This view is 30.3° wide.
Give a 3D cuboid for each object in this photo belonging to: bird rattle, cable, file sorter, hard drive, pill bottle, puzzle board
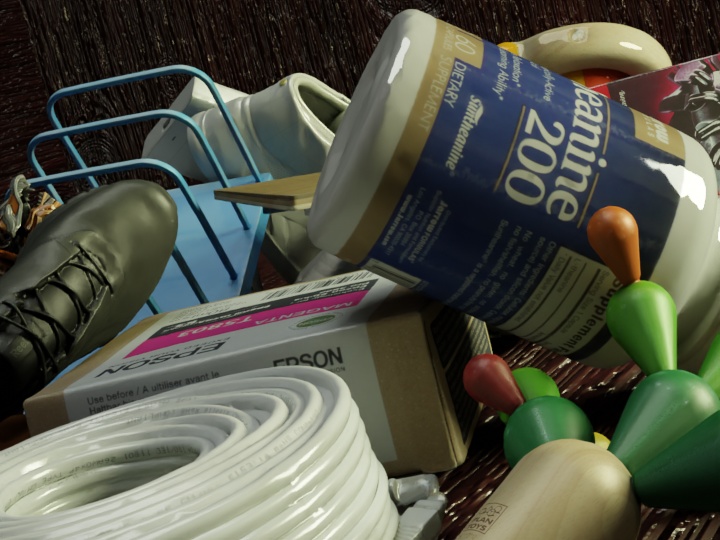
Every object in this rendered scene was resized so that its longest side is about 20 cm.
[{"bbox_3d":[0.159,-0.110,0.927,0.197,0.114,0.163,1,-24,11],"label":"bird rattle"},{"bbox_3d":[-0.086,0.098,0.488,0.198,0.070,0.200,-10,10,28],"label":"cable"},{"bbox_3d":[-0.154,-0.020,0.862,0.137,0.123,0.201,-8,44,19],"label":"file sorter"},{"bbox_3d":[-0.062,-0.089,1.063,0.198,0.027,0.132,18,-23,-21],"label":"hard drive"},{"bbox_3d":[0.085,-0.025,0.586,0.198,0.112,0.111,23,4,-9],"label":"pill bottle"},{"bbox_3d":[0.025,-0.055,0.810,0.198,0.018,0.150,-10,8,-22],"label":"puzzle board"}]

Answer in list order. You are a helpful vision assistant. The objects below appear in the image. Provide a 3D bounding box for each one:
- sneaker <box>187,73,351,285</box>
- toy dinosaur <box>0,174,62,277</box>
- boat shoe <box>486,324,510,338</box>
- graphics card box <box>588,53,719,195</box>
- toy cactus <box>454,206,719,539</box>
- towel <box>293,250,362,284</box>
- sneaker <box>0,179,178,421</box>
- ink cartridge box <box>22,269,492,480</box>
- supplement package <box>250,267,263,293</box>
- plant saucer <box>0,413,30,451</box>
[{"bbox_3d":[-0.025,-0.056,0.983,0.115,0.200,0.074,-21,39,28],"label":"sneaker"},{"bbox_3d":[-0.249,0.028,0.729,0.200,0.135,0.102,-51,-4,-25],"label":"toy dinosaur"},{"bbox_3d":[0.068,0.015,0.821,0.062,0.072,0.200,-53,16,-5],"label":"boat shoe"},{"bbox_3d":[0.237,-0.069,0.805,0.198,0.127,0.051,-13,-13,3],"label":"graphics card box"},{"bbox_3d":[0.094,0.054,0.447,0.164,0.103,0.199,-32,25,-32],"label":"toy cactus"},{"bbox_3d":[0.000,0.000,0.863,0.133,0.034,0.200,-54,14,-4],"label":"towel"},{"bbox_3d":[-0.164,0.029,0.678,0.200,0.076,0.091,-47,15,-18],"label":"sneaker"},{"bbox_3d":[-0.041,0.057,0.666,0.198,0.076,0.165,-12,8,13],"label":"ink cartridge box"},{"bbox_3d":[-0.187,0.014,1.061,0.198,0.112,0.156,-16,9,-11],"label":"supplement package"},{"bbox_3d":[-0.226,0.120,0.706,0.198,0.038,0.200,-14,8,2],"label":"plant saucer"}]
